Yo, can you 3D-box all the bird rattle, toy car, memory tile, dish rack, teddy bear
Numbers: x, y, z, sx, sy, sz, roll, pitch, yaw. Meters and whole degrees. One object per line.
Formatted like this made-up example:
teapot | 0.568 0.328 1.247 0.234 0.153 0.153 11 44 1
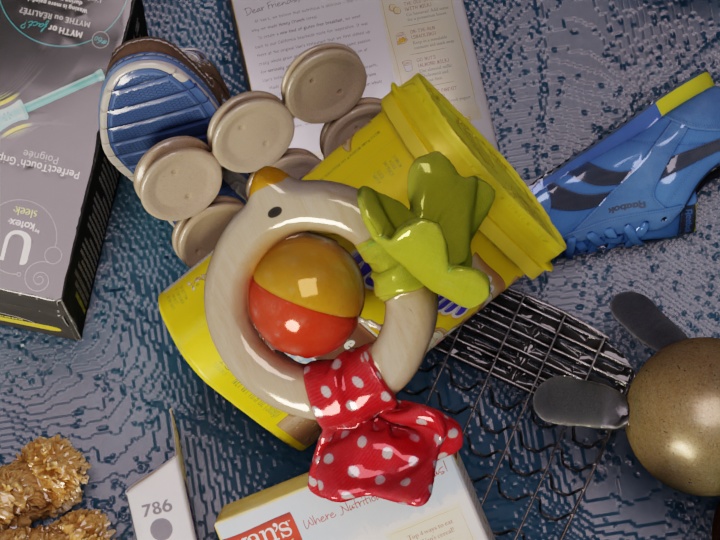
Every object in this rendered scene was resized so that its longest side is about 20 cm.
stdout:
bird rattle | -0.006 0.027 1.477 0.162 0.113 0.201 23 115 12
toy car | 0.204 0.100 1.582 0.199 0.158 0.164 33 57 16
memory tile | -0.032 -0.036 1.594 0.153 0.200 0.017 -35 45 2
dish rack | 0.069 0.110 1.630 0.153 0.055 0.201 25 76 3
teddy bear | -0.241 0.168 1.600 0.198 0.067 0.146 -6 75 -3

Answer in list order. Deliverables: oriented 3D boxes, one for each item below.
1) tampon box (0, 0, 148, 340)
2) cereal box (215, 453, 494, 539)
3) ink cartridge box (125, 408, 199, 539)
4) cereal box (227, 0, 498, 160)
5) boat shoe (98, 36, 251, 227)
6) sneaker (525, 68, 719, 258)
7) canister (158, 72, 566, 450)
tampon box | -0.220 -0.078 1.626 0.149 0.126 0.201 12 78 2
cereal box | 0.020 0.204 1.563 0.143 0.040 0.201 -21 97 8
ink cartridge box | -0.104 0.187 1.583 0.039 0.099 0.201 -11 77 -3
cereal box | 0.001 -0.119 1.686 0.143 0.040 0.201 -11 77 -4
boat shoe | -0.110 -0.089 1.600 0.072 0.200 0.073 -10 63 5
sneaker | 0.155 -0.040 1.660 0.199 0.066 0.079 -33 84 -9
canister | 0.000 0.000 1.568 0.200 0.148 0.087 -39 49 9
